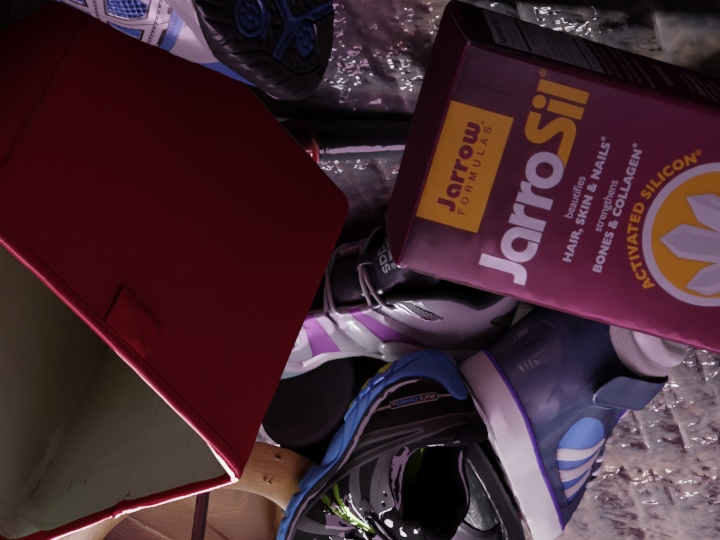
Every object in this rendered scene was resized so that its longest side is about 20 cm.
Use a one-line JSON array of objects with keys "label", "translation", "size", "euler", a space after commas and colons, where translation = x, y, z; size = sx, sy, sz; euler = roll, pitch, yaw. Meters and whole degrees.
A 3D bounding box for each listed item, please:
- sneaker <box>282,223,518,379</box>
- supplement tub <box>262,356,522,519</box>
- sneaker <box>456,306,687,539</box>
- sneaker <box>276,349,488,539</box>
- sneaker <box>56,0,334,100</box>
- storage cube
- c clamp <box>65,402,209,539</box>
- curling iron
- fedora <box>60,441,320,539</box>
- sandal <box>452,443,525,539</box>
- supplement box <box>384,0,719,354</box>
[{"label": "sneaker", "translation": [0.000, 0.000, 1.066], "size": [0.199, 0.078, 0.140], "euler": [0, 152, -15]}, {"label": "supplement tub", "translation": [0.019, 0.115, 1.236], "size": [0.106, 0.108, 0.200], "euler": [-15, 148, 30]}, {"label": "sneaker", "translation": [0.141, 0.076, 1.137], "size": [0.146, 0.081, 0.200], "euler": [-30, 146, -5]}, {"label": "sneaker", "translation": [0.012, 0.137, 1.095], "size": [0.070, 0.083, 0.200], "euler": [-7, 136, -40]}, {"label": "sneaker", "translation": [-0.087, -0.136, 0.828], "size": [0.077, 0.076, 0.200], "euler": [0, 154, 44]}, {"label": "storage cube", "translation": [-0.139, -0.006, 0.901], "size": [0.170, 0.180, 0.200], "euler": [-21, 123, 37]}, {"label": "c clamp", "translation": [-0.161, 0.054, 1.018], "size": [0.199, 0.172, 0.027], "euler": [12, 143, 0]}, {"label": "curling iron", "translation": [-0.029, -0.070, 0.978], "size": [0.198, 0.026, 0.050], "euler": [5, 153, -4]}, {"label": "fedora", "translation": [-0.106, 0.144, 1.166], "size": [0.199, 0.082, 0.201], "euler": [-12, 139, -11]}, {"label": "sandal", "translation": [0.062, 0.150, 1.165], "size": [0.048, 0.075, 0.201], "euler": [-34, 131, -14]}, {"label": "supplement box", "translation": [0.121, -0.038, 0.887], "size": [0.199, 0.086, 0.111], "euler": [15, 107, -8]}]
